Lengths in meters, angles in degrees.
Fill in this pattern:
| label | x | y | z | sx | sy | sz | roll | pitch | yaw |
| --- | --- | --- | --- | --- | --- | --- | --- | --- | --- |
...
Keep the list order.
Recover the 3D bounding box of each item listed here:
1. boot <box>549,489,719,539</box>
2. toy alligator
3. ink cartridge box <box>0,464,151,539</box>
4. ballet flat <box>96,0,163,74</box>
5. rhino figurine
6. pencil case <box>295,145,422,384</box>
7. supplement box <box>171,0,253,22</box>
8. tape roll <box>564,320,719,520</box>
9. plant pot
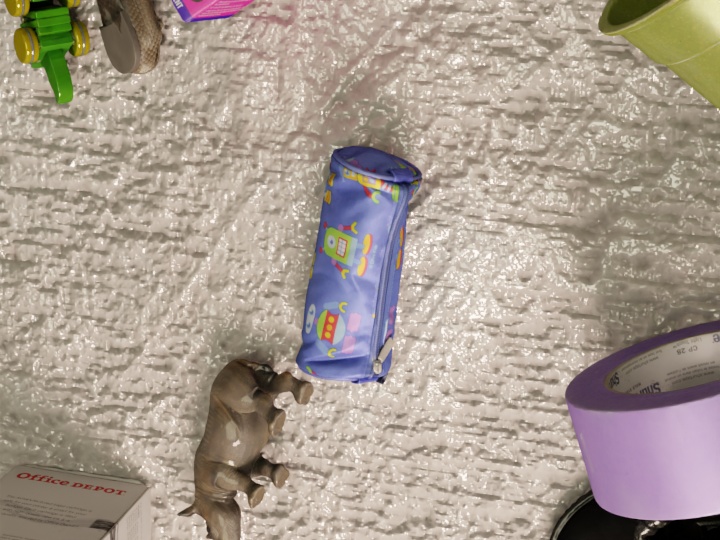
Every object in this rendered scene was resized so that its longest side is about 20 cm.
| label | x | y | z | sx | sy | sz | roll | pitch | yaw |
| --- | --- | --- | --- | --- | --- | --- | --- | --- | --- |
| boot | 0.229 | 0.211 | 1.082 | 0.211 | 0.158 | 0.080 | -37 | 91 | 20 |
| toy alligator | -0.277 | -0.243 | 1.174 | 0.054 | 0.059 | 0.201 | 8 | 110 | 56 |
| ink cartridge box | -0.289 | 0.258 | 1.219 | 0.146 | 0.200 | 0.083 | 6 | 108 | 15 |
| ballet flat | -0.205 | -0.264 | 1.154 | 0.067 | 0.046 | 0.201 | -13 | 95 | 50 |
| rhino figurine | -0.111 | 0.170 | 1.219 | 0.087 | 0.060 | 0.201 | 28 | 111 | 28 |
| pencil case | 0.000 | 0.000 | 1.137 | 0.087 | 0.078 | 0.201 | 24 | 112 | 40 |
| supplement box | -0.069 | -0.290 | 1.076 | 0.199 | 0.103 | 0.102 | -31 | 93 | 18 |
| tape roll | 0.259 | 0.105 | 1.026 | 0.199 | 0.200 | 0.086 | -14 | 98 | 18 |
| plant pot | 0.305 | -0.170 | 0.970 | 0.200 | 0.200 | 0.190 | -40 | 103 | 20 |
